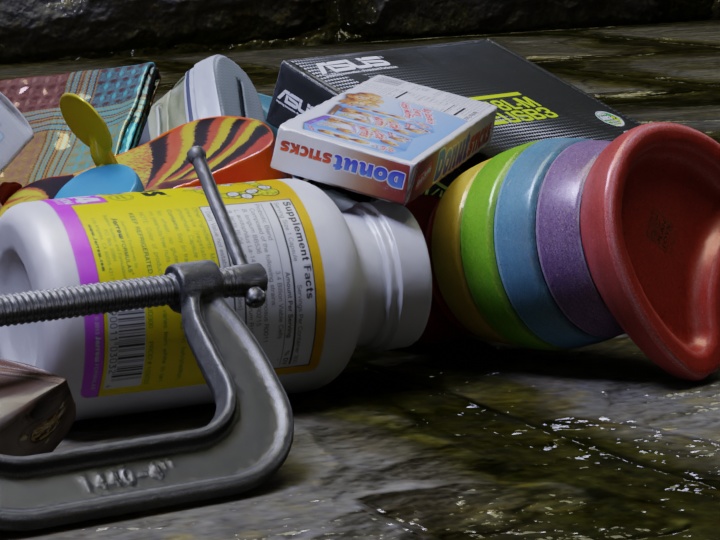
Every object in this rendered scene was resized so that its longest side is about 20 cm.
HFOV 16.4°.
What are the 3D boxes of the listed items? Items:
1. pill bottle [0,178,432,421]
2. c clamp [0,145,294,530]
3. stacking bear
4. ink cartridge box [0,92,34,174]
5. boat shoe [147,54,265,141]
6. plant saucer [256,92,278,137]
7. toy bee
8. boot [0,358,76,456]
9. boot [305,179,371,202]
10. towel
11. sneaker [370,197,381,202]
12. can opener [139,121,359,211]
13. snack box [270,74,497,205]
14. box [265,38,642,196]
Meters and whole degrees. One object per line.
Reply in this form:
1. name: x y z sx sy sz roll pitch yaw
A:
1. pill bottle: -0.070 0.011 1.189 0.199 0.105 0.104 -6 10 -26
2. c clamp: -0.114 0.033 1.040 0.199 0.027 0.171 -13 58 -35
3. stacking bear: 0.082 -0.008 1.272 0.200 0.122 0.114 -9 -37 43
4. ink cartridge box: -0.275 -0.011 1.301 0.200 0.047 0.160 -52 24 -22
5. boat shoe: -0.086 -0.039 1.453 0.062 0.072 0.200 -33 39 25
6. plant saucer: -0.023 -0.078 1.534 0.070 0.019 0.200 15 11 -18
7. toy bee: -0.140 -0.031 1.261 0.199 0.131 0.109 -12 31 -22
8. boot: -0.197 0.049 1.119 0.199 0.065 0.186 3 15 23
9. boot: 0.050 -0.054 1.595 0.203 0.074 0.154 -4 20 11
10. towel: -0.198 -0.038 1.378 0.146 0.022 0.200 -4 46 20
11. sneaker: 0.000 0.000 1.383 0.200 0.072 0.072 -10 29 -45
12. can opener: -0.067 -0.039 1.512 0.200 0.067 0.053 20 -19 35
13. snack box: 0.016 -0.071 1.293 0.072 0.024 0.200 17 15 11
14. box: 0.080 -0.073 1.462 0.193 0.048 0.200 36 29 32
